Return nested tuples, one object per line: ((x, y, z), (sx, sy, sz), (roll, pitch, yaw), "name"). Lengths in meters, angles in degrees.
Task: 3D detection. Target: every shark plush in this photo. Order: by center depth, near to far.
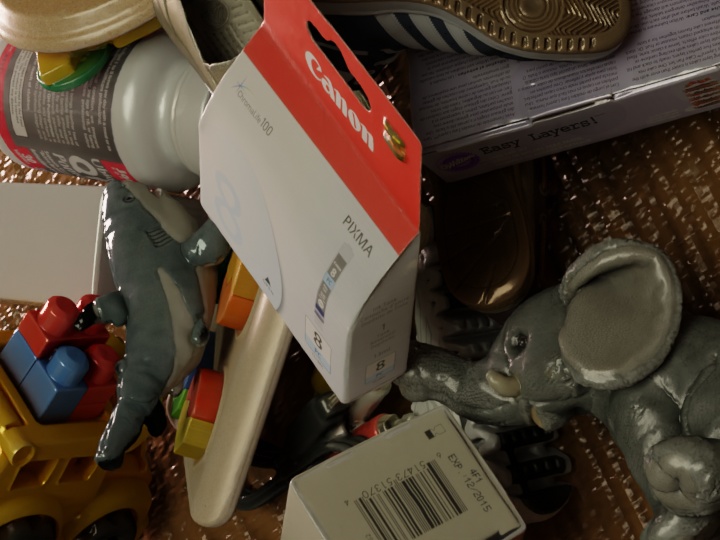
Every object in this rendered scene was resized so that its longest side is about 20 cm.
((-0.138, 0.036, 1.124), (0.091, 0.083, 0.201), (130, 154, -62), "shark plush")

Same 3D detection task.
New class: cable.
((-0.026, 0.115, 1.144), (0.097, 0.050, 0.200), (59, 145, 13), "cable")

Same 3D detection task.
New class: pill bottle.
((-0.151, -0.112, 1.225), (0.199, 0.110, 0.111), (11, 93, 38), "pill bottle")

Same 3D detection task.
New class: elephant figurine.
((0.138, 0.051, 0.975), (0.200, 0.155, 0.142), (46, 139, 24), "elephant figurine")

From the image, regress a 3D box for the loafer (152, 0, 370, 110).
((-0.057, -0.115, 1.081), (0.076, 0.068, 0.200), (-43, 80, -6), "loafer")

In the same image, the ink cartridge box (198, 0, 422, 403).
((-0.030, -0.047, 0.943), (0.160, 0.047, 0.200), (54, 159, 29), "ink cartridge box")

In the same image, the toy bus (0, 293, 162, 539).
((-0.200, 0.096, 1.186), (0.136, 0.200, 0.192), (50, 117, 26), "toy bus")

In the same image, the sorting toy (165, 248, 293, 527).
((-0.086, 0.043, 1.149), (0.200, 0.036, 0.186), (-131, 58, -71), "sorting toy")

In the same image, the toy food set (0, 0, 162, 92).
((-0.162, -0.210, 1.205), (0.197, 0.049, 0.200), (-26, 43, 7), "toy food set")

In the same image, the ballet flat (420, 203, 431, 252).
((0.000, 0.000, 1.104), (0.062, 0.067, 0.200), (-54, 8, -18), "ballet flat")

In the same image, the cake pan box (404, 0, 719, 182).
((0.112, -0.159, 1.020), (0.199, 0.052, 0.185), (-16, 62, 22), "cake pan box")

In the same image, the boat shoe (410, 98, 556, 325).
((0.078, -0.061, 1.072), (0.072, 0.072, 0.201), (-17, 62, 21), "boat shoe")

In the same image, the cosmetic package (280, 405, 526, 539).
((0.015, 0.173, 1.020), (0.087, 0.103, 0.200), (55, 158, 24), "cosmetic package")

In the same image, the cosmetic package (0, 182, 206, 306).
((-0.215, -0.016, 1.269), (0.199, 0.107, 0.085), (3, 87, 36), "cosmetic package")

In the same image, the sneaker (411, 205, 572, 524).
((0.058, 0.059, 1.082), (0.081, 0.075, 0.201), (-30, 67, 44), "sneaker")

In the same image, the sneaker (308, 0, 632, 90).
((0.043, -0.139, 0.989), (0.199, 0.109, 0.070), (10, 71, 1), "sneaker")
